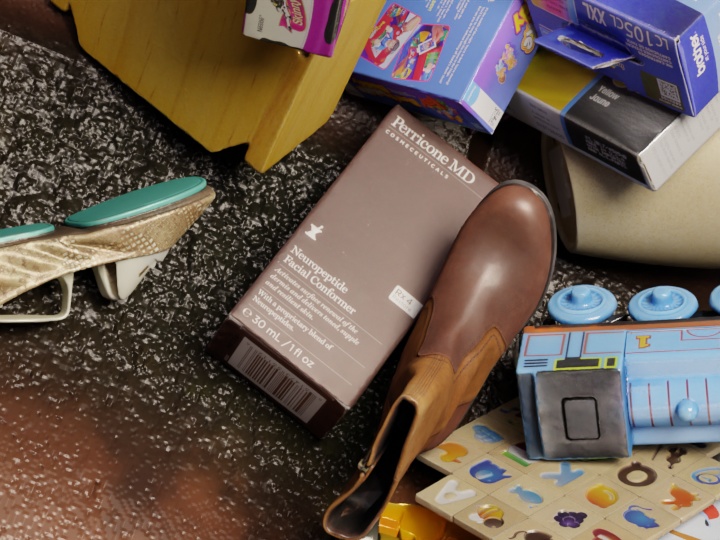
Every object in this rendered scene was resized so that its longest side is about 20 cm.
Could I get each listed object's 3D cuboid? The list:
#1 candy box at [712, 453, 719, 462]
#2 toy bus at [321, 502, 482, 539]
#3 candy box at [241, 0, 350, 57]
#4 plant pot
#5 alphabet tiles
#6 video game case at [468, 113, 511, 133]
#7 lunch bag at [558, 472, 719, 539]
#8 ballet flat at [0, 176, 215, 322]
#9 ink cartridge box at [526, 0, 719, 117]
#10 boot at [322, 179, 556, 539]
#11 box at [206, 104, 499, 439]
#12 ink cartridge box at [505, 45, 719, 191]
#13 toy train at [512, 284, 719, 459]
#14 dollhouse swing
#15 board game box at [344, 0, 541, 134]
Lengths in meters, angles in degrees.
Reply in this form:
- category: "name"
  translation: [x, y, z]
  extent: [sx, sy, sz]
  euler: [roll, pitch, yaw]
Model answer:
- category: "candy box"
  translation: [0.333, 0.132, 1.364]
  extent: [0.199, 0.061, 0.137]
  euler: [24, 65, -8]
- category: "toy bus"
  translation: [0.025, 0.255, 1.188]
  extent: [0.135, 0.200, 0.193]
  euler: [16, 108, -10]
- category: "candy box"
  translation: [-0.013, -0.248, 1.199]
  extent: [0.061, 0.137, 0.200]
  euler: [16, 51, 2]
- category: "plant pot"
  translation: [0.231, -0.077, 1.371]
  extent: [0.199, 0.187, 0.188]
  euler: [-11, 73, -4]
- category: "alphabet tiles"
  translation: [0.139, 0.125, 1.268]
  extent: [0.200, 0.006, 0.166]
  euler: [-24, 36, -37]
- category: "video game case"
  translation: [0.121, -0.215, 1.450]
  extent: [0.200, 0.036, 0.182]
  euler: [-24, 79, -24]
- category: "lunch bag"
  translation: [0.205, 0.219, 1.236]
  extent: [0.199, 0.124, 0.170]
  euler: [23, 29, -14]
- category: "ballet flat"
  translation: [-0.182, -0.006, 1.270]
  extent: [0.199, 0.070, 0.066]
  euler: [-16, 103, -20]
- category: "ink cartridge box"
  translation: [0.197, -0.185, 1.263]
  extent: [0.136, 0.076, 0.200]
  euler: [31, 68, 37]
- category: "boot"
  translation: [0.045, 0.047, 1.194]
  extent: [0.068, 0.189, 0.200]
  euler: [35, 22, 7]
- category: "box"
  translation: [0.000, 0.000, 1.311]
  extent: [0.100, 0.075, 0.200]
  euler: [37, 62, -1]
- category: "ink cartridge box"
  translation: [0.187, -0.164, 1.333]
  extent: [0.200, 0.047, 0.197]
  euler: [-45, 46, -14]
- category: "toy train"
  translation: [0.193, 0.064, 1.277]
  extent: [0.199, 0.087, 0.114]
  euler: [-2, 30, 13]
- category: "dollhouse swing"
  translation: [-0.062, -0.207, 1.341]
  extent: [0.200, 0.182, 0.176]
  euler: [38, 35, 17]
- category: "board game box"
  translation: [0.073, -0.201, 1.342]
  extent: [0.045, 0.134, 0.200]
  euler: [39, 76, -48]
